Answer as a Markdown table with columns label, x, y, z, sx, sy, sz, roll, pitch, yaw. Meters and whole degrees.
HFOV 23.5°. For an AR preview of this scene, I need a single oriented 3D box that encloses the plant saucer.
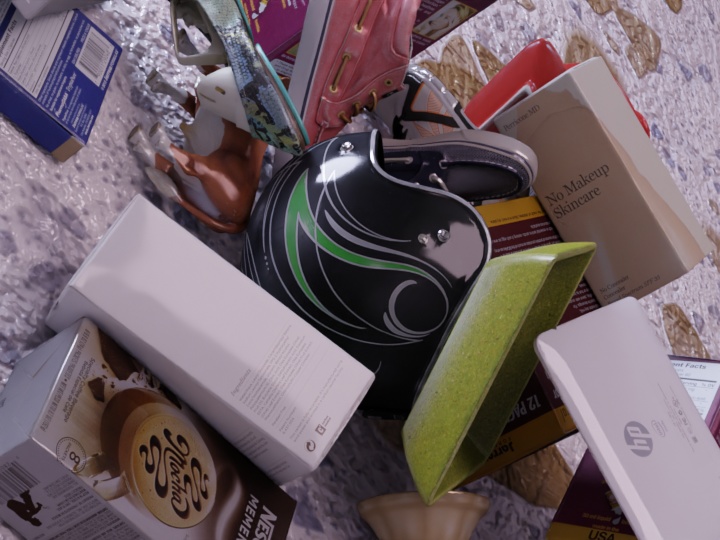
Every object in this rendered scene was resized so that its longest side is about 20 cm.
| label | x | y | z | sx | sy | sz | roll | pitch | yaw |
| --- | --- | --- | --- | --- | --- | --- | --- | --- | --- |
| plant saucer | 0.097 | 0.062 | 1.279 | 0.048 | 0.201 | 0.200 | 29 | 11 | 13 |

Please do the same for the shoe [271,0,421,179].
| label | x | y | z | sx | sy | sz | roll | pitch | yaw |
| --- | --- | --- | --- | --- | --- | --- | --- | --- | --- |
| shoe | -0.011 | -0.144 | 1.405 | 0.090 | 0.202 | 0.072 | 14 | 18 | 0 |

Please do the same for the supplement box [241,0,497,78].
| label | x | y | z | sx | sy | sz | roll | pitch | yaw |
| --- | --- | --- | --- | --- | --- | --- | --- | --- | --- |
| supplement box | -0.001 | -0.243 | 1.496 | 0.130 | 0.199 | 0.104 | 15 | 53 | -48 |

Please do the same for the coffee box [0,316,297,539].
| label | x | y | z | sx | sy | sz | roll | pitch | yaw |
| --- | --- | --- | --- | --- | --- | --- | --- | --- | --- |
| coffee box | -0.145 | 0.143 | 1.112 | 0.200 | 0.080 | 0.113 | 44 | 36 | -23 |

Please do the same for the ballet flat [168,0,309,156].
| label | x | y | z | sx | sy | sz | roll | pitch | yaw |
| --- | --- | --- | --- | --- | --- | --- | --- | --- | --- |
| ballet flat | -0.103 | -0.159 | 1.320 | 0.074 | 0.074 | 0.201 | 13 | 43 | -48 |

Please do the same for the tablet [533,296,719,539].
| label | x | y | z | sx | sy | sz | roll | pitch | yaw |
| --- | --- | --- | --- | --- | --- | --- | --- | --- | --- |
| tablet | 0.215 | 0.121 | 1.284 | 0.130 | 0.014 | 0.201 | -18 | 75 | -43 |

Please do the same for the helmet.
| label | x | y | z | sx | sy | sz | roll | pitch | yaw |
| --- | --- | --- | --- | --- | --- | --- | --- | --- | --- |
| helmet | 0.000 | 0.000 | 1.316 | 0.190 | 0.201 | 0.200 | 29 | 32 | 11 |

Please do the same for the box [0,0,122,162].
| label | x | y | z | sx | sy | sz | roll | pitch | yaw |
| --- | --- | --- | --- | --- | --- | --- | --- | --- | --- |
| box | -0.266 | -0.184 | 1.247 | 0.200 | 0.032 | 0.122 | 43 | 36 | -26 |

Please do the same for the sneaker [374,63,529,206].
| label | x | y | z | sx | sy | sz | roll | pitch | yaw |
| --- | --- | --- | --- | --- | --- | --- | --- | --- | --- |
| sneaker | 0.062 | -0.115 | 1.562 | 0.080 | 0.074 | 0.200 | -31 | 56 | -24 |

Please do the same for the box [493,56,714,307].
| label | x | y | z | sx | sy | sz | roll | pitch | yaw |
| --- | --- | --- | --- | --- | --- | --- | --- | --- | --- |
| box | 0.212 | -0.075 | 1.507 | 0.201 | 0.095 | 0.078 | 58 | 33 | 2 |

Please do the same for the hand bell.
| label | x | y | z | sx | sy | sz | roll | pitch | yaw |
| --- | --- | --- | --- | --- | --- | --- | --- | --- | --- |
| hand bell | 0.050 | 0.274 | 1.292 | 0.104 | 0.104 | 0.202 | 18 | 64 | -45 |

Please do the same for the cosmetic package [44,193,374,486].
| label | x | y | z | sx | sy | sz | roll | pitch | yaw |
| --- | --- | --- | --- | --- | --- | --- | --- | --- | --- |
| cosmetic package | -0.103 | 0.052 | 1.155 | 0.200 | 0.108 | 0.085 | 39 | 67 | -8 |

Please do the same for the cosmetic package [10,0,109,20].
| label | x | y | z | sx | sy | sz | roll | pitch | yaw |
| --- | --- | --- | --- | --- | --- | --- | --- | --- | --- |
| cosmetic package | -0.214 | -0.257 | 1.279 | 0.107 | 0.090 | 0.200 | 52 | 15 | -5 |

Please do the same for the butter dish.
| label | x | y | z | sx | sy | sz | roll | pitch | yaw |
| --- | --- | --- | --- | --- | --- | --- | --- | --- | --- |
| butter dish | 0.215 | -0.116 | 1.664 | 0.147 | 0.199 | 0.201 | -21 | 81 | -28 |

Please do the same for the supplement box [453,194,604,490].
| label | x | y | z | sx | sy | sz | roll | pitch | yaw |
| --- | --- | --- | --- | --- | --- | --- | --- | --- | --- |
| supplement box | 0.126 | 0.057 | 1.494 | 0.197 | 0.132 | 0.201 | -13 | 75 | -56 |

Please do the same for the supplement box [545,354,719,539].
| label | x | y | z | sx | sy | sz | roll | pitch | yaw |
| --- | --- | --- | --- | --- | --- | --- | --- | --- | --- |
| supplement box | 0.244 | 0.185 | 1.393 | 0.201 | 0.102 | 0.131 | -58 | 136 | -33 |

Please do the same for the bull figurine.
| label | x | y | z | sx | sy | sz | roll | pitch | yaw |
| --- | --- | --- | --- | --- | --- | --- | --- | --- | --- |
| bull figurine | -0.114 | -0.115 | 1.370 | 0.121 | 0.065 | 0.201 | 33 | 35 | -24 |

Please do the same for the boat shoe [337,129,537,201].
| label | x | y | z | sx | sy | sz | roll | pitch | yaw |
| --- | --- | --- | --- | --- | --- | --- | --- | --- | --- |
| boat shoe | 0.047 | -0.062 | 1.451 | 0.075 | 0.198 | 0.093 | 73 | 23 | -46 |
